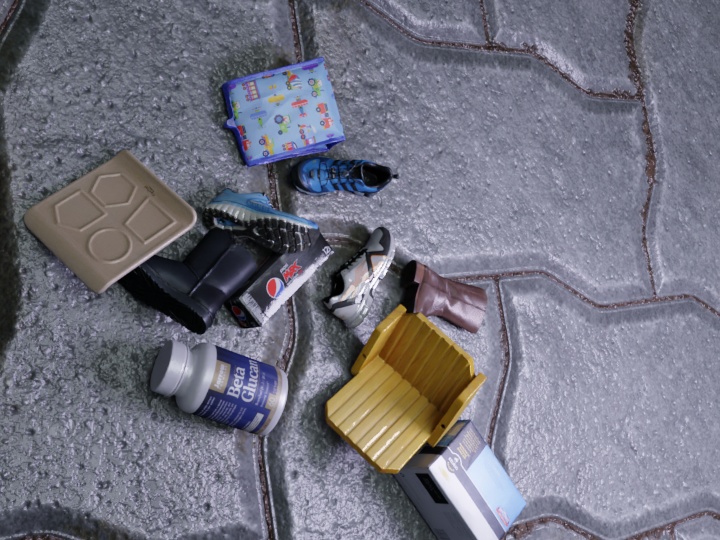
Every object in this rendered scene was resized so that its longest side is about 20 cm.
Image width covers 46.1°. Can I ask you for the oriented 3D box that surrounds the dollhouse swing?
[{"bbox_3d":[0.066,0.204,1.435,0.199,0.183,0.175,41,36,16],"label":"dollhouse swing"}]

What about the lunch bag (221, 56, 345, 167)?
[{"bbox_3d":[-0.146,-0.275,1.498,0.197,0.094,0.153,-16,91,-24],"label":"lunch bag"}]

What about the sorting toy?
[{"bbox_3d":[-0.380,-0.076,1.296,0.184,0.037,0.200,39,60,16],"label":"sorting toy"}]

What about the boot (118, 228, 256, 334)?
[{"bbox_3d":[-0.281,-0.010,1.359,0.199,0.077,0.169,34,47,-1],"label":"boot"}]

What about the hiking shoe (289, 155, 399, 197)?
[{"bbox_3d":[-0.032,-0.179,1.540,0.197,0.086,0.076,-3,81,-32],"label":"hiking shoe"}]

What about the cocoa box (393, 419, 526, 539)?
[{"bbox_3d":[0.176,0.387,1.524,0.131,0.133,0.201,-41,102,-32],"label":"cocoa box"}]

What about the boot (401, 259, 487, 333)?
[{"bbox_3d":[0.161,0.095,1.624,0.198,0.064,0.190,24,70,-31],"label":"boot"}]

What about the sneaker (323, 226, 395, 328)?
[{"bbox_3d":[0.000,0.000,1.532,0.079,0.073,0.202,33,64,-20],"label":"sneaker"}]

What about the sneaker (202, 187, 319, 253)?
[{"bbox_3d":[-0.159,-0.096,1.414,0.197,0.079,0.091,17,50,6],"label":"sneaker"}]

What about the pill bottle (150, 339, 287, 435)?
[{"bbox_3d":[-0.223,0.180,1.331,0.198,0.111,0.113,23,68,-26],"label":"pill bottle"}]

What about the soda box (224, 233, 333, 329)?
[{"bbox_3d":[-0.138,0.010,1.442,0.200,0.070,0.064,-46,109,-30],"label":"soda box"}]
